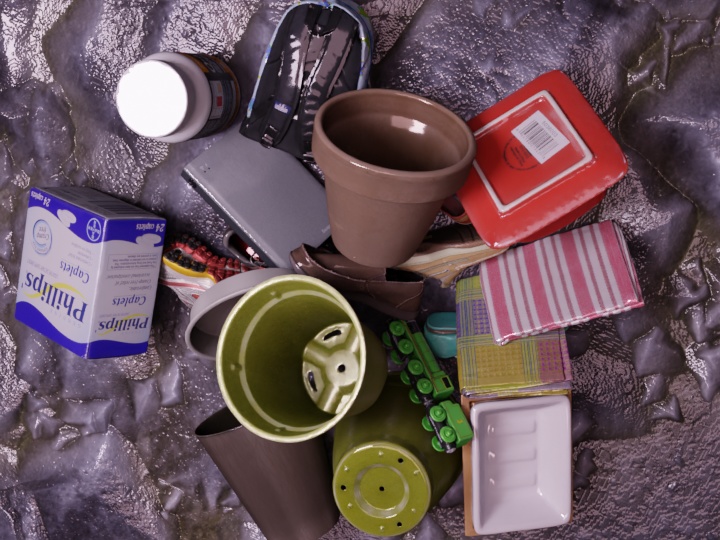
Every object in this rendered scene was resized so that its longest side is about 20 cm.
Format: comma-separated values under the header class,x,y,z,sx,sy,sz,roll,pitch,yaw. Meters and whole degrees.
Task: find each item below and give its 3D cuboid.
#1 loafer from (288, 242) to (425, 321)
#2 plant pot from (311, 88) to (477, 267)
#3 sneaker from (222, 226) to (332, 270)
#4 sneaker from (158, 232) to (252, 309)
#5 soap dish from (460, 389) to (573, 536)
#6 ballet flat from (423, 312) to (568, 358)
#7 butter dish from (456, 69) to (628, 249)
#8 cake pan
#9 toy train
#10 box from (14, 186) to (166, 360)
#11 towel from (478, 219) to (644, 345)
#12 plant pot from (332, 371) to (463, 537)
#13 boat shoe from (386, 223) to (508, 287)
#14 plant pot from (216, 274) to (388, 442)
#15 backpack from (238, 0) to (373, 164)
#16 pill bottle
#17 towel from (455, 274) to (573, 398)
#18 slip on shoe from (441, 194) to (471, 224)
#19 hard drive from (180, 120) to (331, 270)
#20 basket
class,x,y,z,sx,sy,sz,roll,pitch,yaw
loafer,0.000,0.000,1.280,0.199,0.073,0.071,19,113,-24
plant pot,0.032,-0.105,1.217,0.199,0.201,0.175,16,130,7
sneaker,-0.109,-0.007,1.357,0.199,0.082,0.078,23,104,5
sneaker,-0.208,0.022,1.395,0.199,0.078,0.082,30,132,-2
soap dish,0.210,0.253,1.329,0.156,0.081,0.202,-5,100,-10
ballet flat,0.188,0.091,1.339,0.198,0.068,0.071,-3,124,11
butter dish,0.229,-0.118,1.249,0.199,0.148,0.201,-31,54,9
cake pan,-0.139,0.059,1.302,0.199,0.200,0.037,-26,60,14
toy train,0.090,0.148,1.294,0.201,0.056,0.042,65,149,24
box,-0.381,0.000,1.361,0.183,0.105,0.202,21,106,37
towel,0.259,0.018,1.274,0.199,0.147,0.030,-17,135,14
plant pot,0.044,0.262,1.323,0.199,0.193,0.202,2,101,9
boat shoe,0.113,-0.014,1.330,0.199,0.072,0.077,-10,113,19
plant pot,-0.053,0.119,1.247,0.199,0.184,0.202,-4,79,21
backpack,-0.057,-0.261,1.279,0.162,0.154,0.201,18,125,11
pill bottle,-0.238,-0.228,1.278,0.115,0.200,0.117,2,101,9
towel,0.196,0.083,1.279,0.142,0.201,0.023,-7,138,8
slip on shoe,0.086,-0.141,1.303,0.200,0.061,0.074,47,106,8
hard drive,-0.126,-0.101,1.325,0.200,0.140,0.033,46,149,0
basket,-0.118,0.283,1.390,0.179,0.136,0.201,-22,101,-5
